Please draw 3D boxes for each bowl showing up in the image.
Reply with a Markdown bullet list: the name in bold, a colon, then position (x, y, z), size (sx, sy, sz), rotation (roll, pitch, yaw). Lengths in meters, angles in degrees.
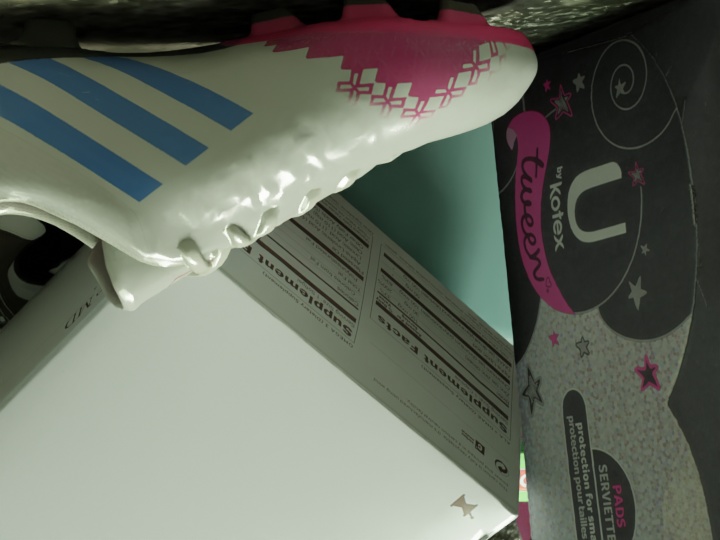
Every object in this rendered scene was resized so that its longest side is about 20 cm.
- **bowl**: position (0.000, 0.000, 0.854), size (0.200, 0.105, 0.201), rotation (-6, 172, -1)

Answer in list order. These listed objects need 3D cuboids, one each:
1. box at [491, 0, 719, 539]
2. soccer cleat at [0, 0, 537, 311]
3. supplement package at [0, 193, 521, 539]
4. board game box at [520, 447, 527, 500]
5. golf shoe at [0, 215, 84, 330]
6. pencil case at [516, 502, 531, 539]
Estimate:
- **box**: position (0.128, 0.017, 0.687), size (0.114, 0.201, 0.132), rotation (1, 171, -33)
- **soccer cleat**: position (-0.043, -0.033, 0.619), size (0.199, 0.087, 0.070), rotation (-5, 173, -7)
- **supplement package**: position (-0.064, 0.071, 0.746), size (0.200, 0.156, 0.111), rotation (-43, -163, 23)
- **board game box**: position (0.087, 0.040, 0.976), size (0.134, 0.029, 0.200), rotation (1, -149, -10)
- **golf shoe**: position (-0.135, -0.004, 0.831), size (0.094, 0.078, 0.200), rotation (-7, 174, 11)
- **pencil case**: position (0.125, 0.119, 0.973), size (0.094, 0.200, 0.091), rotation (-43, 120, 15)
